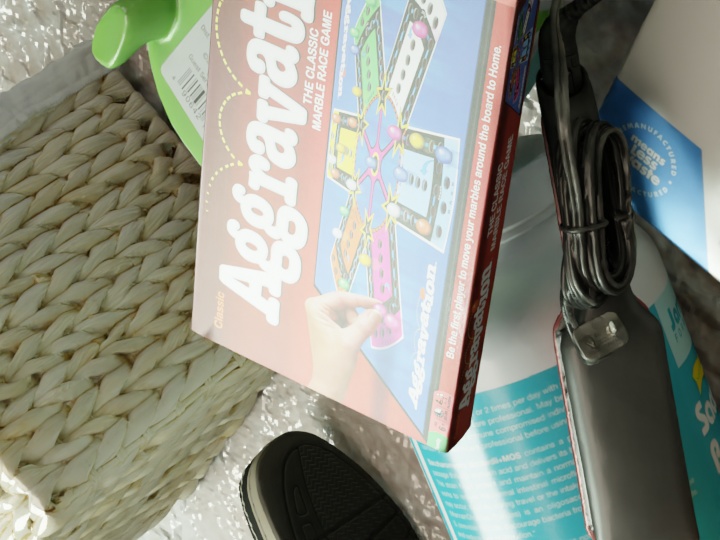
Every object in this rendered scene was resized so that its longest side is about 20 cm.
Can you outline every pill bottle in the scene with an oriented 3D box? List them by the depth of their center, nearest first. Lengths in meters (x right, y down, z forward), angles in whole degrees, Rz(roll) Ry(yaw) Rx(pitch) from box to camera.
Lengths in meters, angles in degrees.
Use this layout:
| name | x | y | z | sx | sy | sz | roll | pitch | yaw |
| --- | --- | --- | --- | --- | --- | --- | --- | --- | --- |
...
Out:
| name | x | y | z | sx | sy | sz | roll | pitch | yaw |
| --- | --- | --- | --- | --- | --- | --- | --- | --- | --- |
| pill bottle | 0.074 | 0.055 | 0.817 | 0.110 | 0.111 | 0.201 | -8 | 110 | 44 |

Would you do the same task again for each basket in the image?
| name | x | y | z | sx | sy | sz | roll | pitch | yaw |
| --- | --- | --- | --- | --- | --- | --- | --- | --- | --- |
| basket | -0.154 | 0.048 | 0.953 | 0.161 | 0.200 | 0.198 | 44 | 136 | 8 |

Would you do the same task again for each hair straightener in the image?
| name | x | y | z | sx | sy | sz | roll | pitch | yaw |
| --- | --- | --- | --- | --- | --- | --- | --- | --- | --- |
| hair straightener | 0.083 | 0.003 | 0.711 | 0.041 | 0.077 | 0.202 | -5 | 102 | -1 |

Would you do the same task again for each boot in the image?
| name | x | y | z | sx | sy | sz | roll | pitch | yaw |
| --- | --- | --- | --- | --- | --- | --- | --- | --- | --- |
| boot | -0.022 | 0.178 | 1.012 | 0.150 | 0.073 | 0.201 | -26 | 102 | 47 |

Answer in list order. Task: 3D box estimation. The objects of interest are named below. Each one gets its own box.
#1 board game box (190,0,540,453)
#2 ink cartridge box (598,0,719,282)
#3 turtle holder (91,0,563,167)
| name | x | y | z | sx | sy | sz | roll | pitch | yaw |
| --- | --- | --- | --- | --- | --- | --- | --- | --- | --- |
| board game box | -0.001 | -0.044 | 0.683 | 0.102 | 0.019 | 0.201 | 25 | 131 | 23 |
| ink cartridge box | 0.160 | -0.081 | 0.687 | 0.116 | 0.067 | 0.201 | 40 | 136 | 18 |
| turtle holder | 0.006 | -0.107 | 0.758 | 0.141 | 0.131 | 0.187 | 33 | 127 | 30 |
